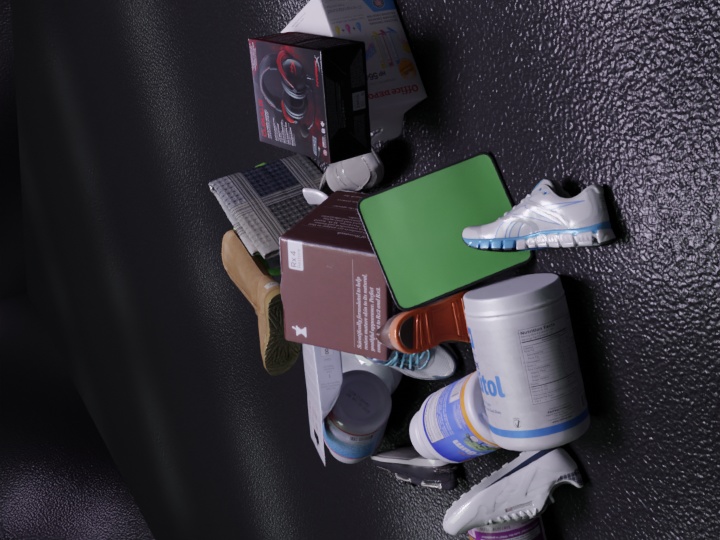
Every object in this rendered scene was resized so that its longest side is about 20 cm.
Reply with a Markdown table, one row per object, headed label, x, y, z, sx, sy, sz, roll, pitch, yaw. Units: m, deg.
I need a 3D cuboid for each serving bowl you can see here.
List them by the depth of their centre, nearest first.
| label | x | y | z | sx | sy | sz | roll | pitch | yaw |
| --- | --- | --- | --- | --- | --- | --- | --- | --- | --- |
| serving bowl | 0.001 | 0.118 | 1.499 | 0.200 | 0.066 | 0.201 | 35 | 149 | 24 |

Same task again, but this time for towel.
| label | x | y | z | sx | sy | sz | roll | pitch | yaw |
| --- | --- | --- | --- | --- | --- | --- | --- | --- | --- |
| towel | -0.129 | -0.108 | 1.499 | 0.200 | 0.192 | 0.035 | 51 | 149 | 32 |

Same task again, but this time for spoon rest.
| label | x | y | z | sx | sy | sz | roll | pitch | yaw |
| --- | --- | --- | --- | --- | --- | --- | --- | --- | --- |
| spoon rest | -0.069 | -0.038 | 1.389 | 0.099 | 0.060 | 0.201 | 60 | -150 | -58 |

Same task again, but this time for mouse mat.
| label | x | y | z | sx | sy | sz | roll | pitch | yaw |
| --- | --- | --- | --- | --- | --- | --- | --- | --- | --- |
| mouse mat | 0.111 | -0.053 | 1.162 | 0.008 | 0.199 | 0.162 | 116 | 132 | -79 |

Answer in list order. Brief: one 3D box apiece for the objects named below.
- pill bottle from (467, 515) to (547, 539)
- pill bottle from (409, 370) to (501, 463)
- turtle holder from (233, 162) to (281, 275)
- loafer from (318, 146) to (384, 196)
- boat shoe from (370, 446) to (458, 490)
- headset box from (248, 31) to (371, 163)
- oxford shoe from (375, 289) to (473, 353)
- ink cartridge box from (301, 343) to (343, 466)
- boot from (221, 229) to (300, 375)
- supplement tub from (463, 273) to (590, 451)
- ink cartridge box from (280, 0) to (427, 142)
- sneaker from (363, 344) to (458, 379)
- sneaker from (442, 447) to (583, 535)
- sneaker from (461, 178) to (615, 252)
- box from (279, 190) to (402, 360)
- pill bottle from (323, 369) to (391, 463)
| label | x | y | z | sx | sy | sz | roll | pitch | yaw |
| --- | --- | --- | --- | --- | --- | --- | --- | --- | --- |
| pill bottle | 0.221 | 0.424 | 1.291 | 0.112 | 0.112 | 0.202 | -4 | 101 | 57 |
| pill bottle | 0.153 | 0.218 | 1.296 | 0.113 | 0.111 | 0.200 | 65 | 148 | 11 |
| turtle holder | -0.162 | -0.084 | 1.602 | 0.186 | 0.141 | 0.132 | 46 | -173 | -4 |
| loafer | -0.017 | -0.146 | 1.378 | 0.070 | 0.070 | 0.200 | 59 | 163 | 0 |
| boat shoe | 0.090 | 0.332 | 1.492 | 0.199 | 0.074 | 0.061 | -11 | 91 | 50 |
| headset box | -0.076 | -0.242 | 1.218 | 0.199 | 0.075 | 0.150 | 25 | 127 | 48 |
| oxford shoe | 0.112 | 0.066 | 1.205 | 0.073 | 0.199 | 0.072 | -5 | 91 | 60 |
| ink cartridge box | -0.057 | 0.181 | 1.391 | 0.163 | 0.057 | 0.202 | -150 | 50 | -78 |
| boot | -0.168 | 0.051 | 1.480 | 0.200 | 0.066 | 0.176 | 45 | 137 | 47 |
| supplement tub | 0.213 | 0.116 | 1.138 | 0.132 | 0.131 | 0.202 | -3 | 102 | 57 |
| ink cartridge box | -0.005 | -0.285 | 1.280 | 0.125 | 0.128 | 0.201 | -24 | 86 | 58 |
| sneaker | 0.052 | 0.125 | 1.351 | 0.199 | 0.086 | 0.078 | 19 | 104 | 2 |
| sneaker | 0.203 | 0.308 | 1.204 | 0.081 | 0.199 | 0.076 | 56 | -176 | 17 |
| sneaker | 0.215 | -0.067 | 1.093 | 0.199 | 0.075 | 0.087 | -5 | 89 | 35 |
| box | 0.000 | 0.000 | 1.294 | 0.163 | 0.200 | 0.167 | 10 | 119 | 20 |
| pill bottle | -0.010 | 0.256 | 1.507 | 0.109 | 0.108 | 0.200 | 56 | 159 | 24 |
